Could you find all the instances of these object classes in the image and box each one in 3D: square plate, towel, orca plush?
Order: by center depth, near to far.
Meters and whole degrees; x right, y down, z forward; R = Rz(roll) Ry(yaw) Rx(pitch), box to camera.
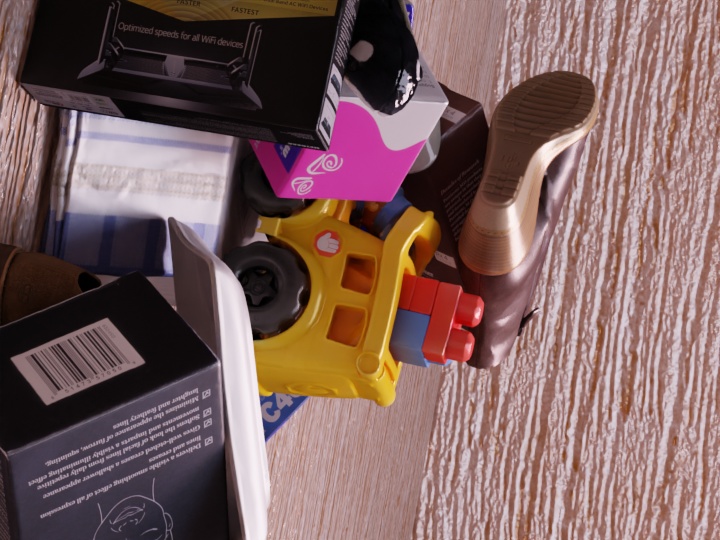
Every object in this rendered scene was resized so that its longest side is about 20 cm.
[{"bbox_3d":[-0.092,0.073,1.507,0.200,0.028,0.199,-141,-137,-74],"label":"square plate"},{"bbox_3d":[0.015,-0.186,1.538,0.071,0.105,0.200,-50,-162,25],"label":"orca plush"},{"bbox_3d":[-0.148,-0.094,1.570,0.147,0.024,0.201,2,98,-40],"label":"towel"}]

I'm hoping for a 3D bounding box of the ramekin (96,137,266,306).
[{"bbox_3d":[-0.127,-0.065,1.722,0.200,0.097,0.201,10,90,-79],"label":"ramekin"}]

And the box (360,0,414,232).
[{"bbox_3d":[-0.043,-0.151,1.866,0.184,0.105,0.201,-130,-140,-58],"label":"box"}]

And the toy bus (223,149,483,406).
[{"bbox_3d":[0.000,0.000,1.672,0.136,0.191,0.201,62,38,-71],"label":"toy bus"}]

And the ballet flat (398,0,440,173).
[{"bbox_3d":[0.012,-0.166,1.691,0.064,0.067,0.201,95,-19,-61],"label":"ballet flat"}]

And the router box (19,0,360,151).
[{"bbox_3d":[-0.103,-0.172,1.467,0.052,0.199,0.158,58,43,-75],"label":"router box"}]

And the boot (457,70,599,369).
[{"bbox_3d":[0.123,-0.042,1.749,0.167,0.072,0.200,92,23,-43],"label":"boot"}]

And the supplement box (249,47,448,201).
[{"bbox_3d":[-0.034,-0.154,1.626,0.101,0.103,0.200,-60,-136,37],"label":"supplement box"}]

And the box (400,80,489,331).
[{"bbox_3d":[0.061,-0.052,1.792,0.075,0.100,0.200,-40,134,-24],"label":"box"}]

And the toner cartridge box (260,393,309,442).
[{"bbox_3d":[-0.102,0.135,1.857,0.200,0.043,0.095,-46,179,-9],"label":"toner cartridge box"}]

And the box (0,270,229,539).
[{"bbox_3d":[-0.172,0.126,1.433,0.148,0.107,0.200,-23,135,-26],"label":"box"}]

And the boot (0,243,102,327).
[{"bbox_3d":[-0.206,0.080,1.489,0.074,0.075,0.201,-68,165,-57],"label":"boot"}]
